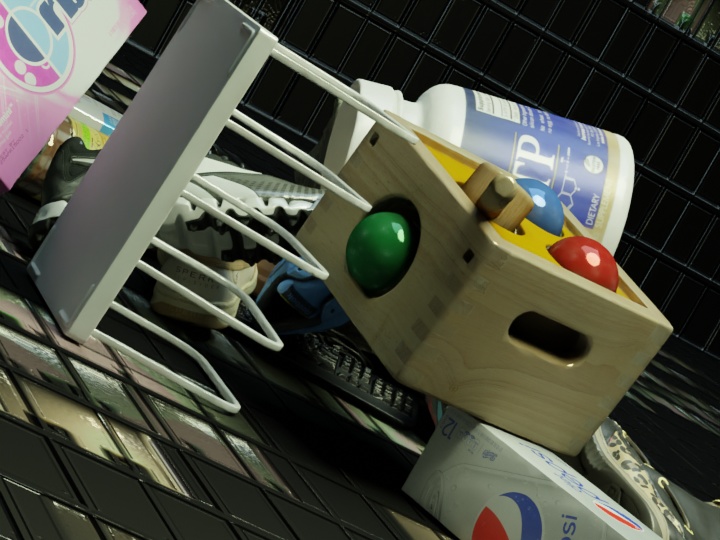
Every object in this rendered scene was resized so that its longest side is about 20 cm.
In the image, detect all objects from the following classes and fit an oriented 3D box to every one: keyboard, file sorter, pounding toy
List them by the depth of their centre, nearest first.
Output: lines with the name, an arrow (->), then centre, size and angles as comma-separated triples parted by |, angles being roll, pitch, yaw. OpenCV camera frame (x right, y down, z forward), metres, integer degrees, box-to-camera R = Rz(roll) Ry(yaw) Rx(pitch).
file sorter -> -0.080, -0.037, 1.534 | 0.124, 0.200, 0.139 | 32, 5, -21
pounding toy -> 0.073, -0.008, 1.556 | 0.200, 0.142, 0.184 | 25, 18, -38
keyboard -> -0.043, 0.040, 1.823 | 0.200, 0.040, 0.104 | 30, 6, -4

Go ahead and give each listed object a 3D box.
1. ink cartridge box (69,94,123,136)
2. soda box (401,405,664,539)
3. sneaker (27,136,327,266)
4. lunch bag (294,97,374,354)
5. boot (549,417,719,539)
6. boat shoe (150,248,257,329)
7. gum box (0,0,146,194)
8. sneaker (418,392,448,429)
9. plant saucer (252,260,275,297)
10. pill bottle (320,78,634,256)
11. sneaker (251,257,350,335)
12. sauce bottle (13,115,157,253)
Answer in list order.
ink cartridge box -> -0.261, -0.119, 1.967 | 0.199, 0.068, 0.115 | 28, 6, -14
soda box -> 0.110, 0.150, 1.509 | 0.068, 0.064, 0.200 | 24, 8, -39
sneaker -> -0.106, -0.054, 1.656 | 0.199, 0.091, 0.067 | 0, -27, 2
lunch bag -> 0.053, -0.015, 1.971 | 0.199, 0.118, 0.164 | 19, 46, -15
boot -> 0.193, 0.156, 1.776 | 0.150, 0.073, 0.200 | 26, 15, -33
boat shoe -> -0.097, -0.021, 1.771 | 0.073, 0.069, 0.200 | 15, 16, -6
gum box -> -0.227, -0.135, 1.620 | 0.066, 0.200, 0.114 | -20, -62, 40
sneaker -> 0.065, 0.081, 1.848 | 0.095, 0.079, 0.200 | 33, -3, 20
plant saucer -> -0.030, 0.005, 2.076 | 0.199, 0.038, 0.200 | 23, 9, -4
pill bottle -> 0.079, -0.063, 1.860 | 0.199, 0.120, 0.120 | 15, 9, -11
sneaker -> 0.000, 0.000, 1.725 | 0.200, 0.078, 0.066 | -27, -84, 50
sauce bottle -> -0.160, -0.052, 1.907 | 0.200, 0.065, 0.065 | 25, 7, -34
